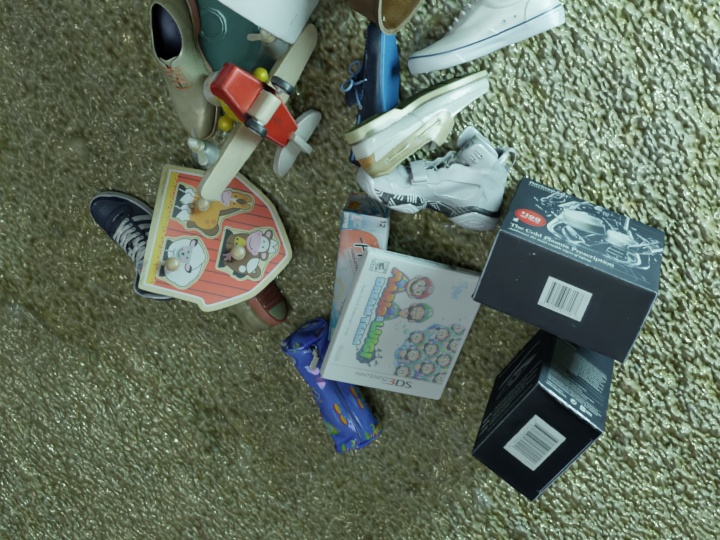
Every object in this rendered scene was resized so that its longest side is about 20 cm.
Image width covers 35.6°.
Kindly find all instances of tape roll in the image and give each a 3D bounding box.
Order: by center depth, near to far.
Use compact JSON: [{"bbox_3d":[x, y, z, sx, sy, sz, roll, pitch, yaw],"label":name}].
[{"bbox_3d":[-0.145,-0.350,1.314,0.201,0.202,0.071,34,100,1],"label":"tape roll"}]

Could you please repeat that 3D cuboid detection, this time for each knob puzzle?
[{"bbox_3d":[-0.190,-0.042,1.535,0.217,0.030,0.223,1,82,-6],"label":"knob puzzle"}]

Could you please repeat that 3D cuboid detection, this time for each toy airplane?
[{"bbox_3d":[-0.135,-0.207,1.427,0.140,0.200,0.200,31,133,17],"label":"toy airplane"}]

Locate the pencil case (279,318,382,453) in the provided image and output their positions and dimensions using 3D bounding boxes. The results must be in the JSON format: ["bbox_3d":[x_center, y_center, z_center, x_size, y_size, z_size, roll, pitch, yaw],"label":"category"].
[{"bbox_3d":[-0.040,0.168,1.613,0.077,0.087,0.202,-27,106,-3],"label":"pencil case"}]

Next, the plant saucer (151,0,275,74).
[{"bbox_3d":[-0.191,-0.323,1.464,0.198,0.036,0.202,7,115,15],"label":"plant saucer"}]

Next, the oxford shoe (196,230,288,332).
[{"bbox_3d":[-0.191,0.008,1.599,0.074,0.070,0.201,-30,100,34],"label":"oxford shoe"}]

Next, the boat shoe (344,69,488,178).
[{"bbox_3d":[0.077,-0.181,1.379,0.199,0.075,0.069,-28,102,-12],"label":"boat shoe"}]

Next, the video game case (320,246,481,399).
[{"bbox_3d":[0.059,0.075,1.520,0.180,0.024,0.202,12,115,-18],"label":"video game case"}]

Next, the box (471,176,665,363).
[{"bbox_3d":[0.259,-0.007,1.377,0.198,0.182,0.105,22,119,7],"label":"box"}]

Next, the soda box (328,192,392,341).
[{"bbox_3d":[0.000,0.000,1.528,0.063,0.069,0.202,9,117,5],"label":"soda box"}]

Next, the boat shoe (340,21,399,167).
[{"bbox_3d":[0.008,-0.216,1.422,0.068,0.084,0.202,10,114,17],"label":"boat shoe"}]

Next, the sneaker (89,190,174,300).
[{"bbox_3d":[-0.317,-0.034,1.597,0.199,0.109,0.070,35,119,0],"label":"sneaker"}]

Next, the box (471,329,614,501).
[{"bbox_3d":[0.240,0.172,1.455,0.104,0.200,0.148,37,121,-1],"label":"box"}]

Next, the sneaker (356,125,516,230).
[{"bbox_3d":[0.099,-0.129,1.420,0.198,0.075,0.116,15,115,-13],"label":"sneaker"}]

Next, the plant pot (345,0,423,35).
[{"bbox_3d":[-0.013,-0.406,1.287,0.197,0.200,0.202,28,120,12],"label":"plant pot"}]

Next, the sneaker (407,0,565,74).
[{"bbox_3d":[0.145,-0.296,1.353,0.198,0.073,0.072,-19,98,16],"label":"sneaker"}]

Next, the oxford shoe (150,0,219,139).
[{"bbox_3d":[-0.235,-0.259,1.445,0.070,0.074,0.202,-6,112,21],"label":"oxford shoe"}]
